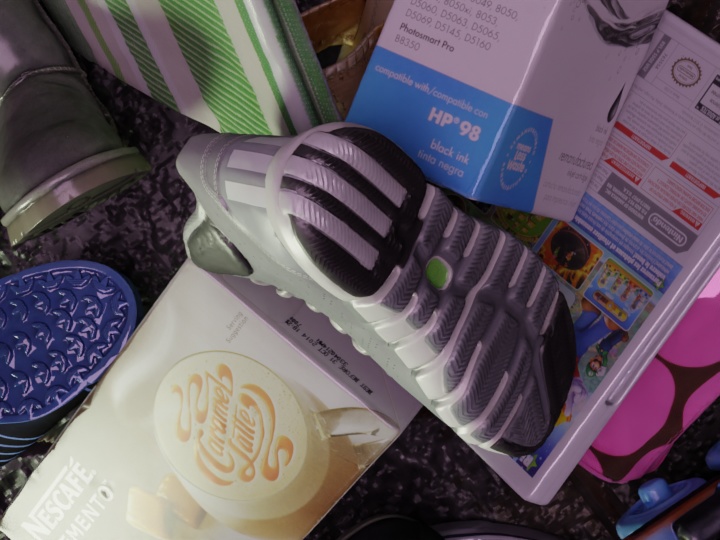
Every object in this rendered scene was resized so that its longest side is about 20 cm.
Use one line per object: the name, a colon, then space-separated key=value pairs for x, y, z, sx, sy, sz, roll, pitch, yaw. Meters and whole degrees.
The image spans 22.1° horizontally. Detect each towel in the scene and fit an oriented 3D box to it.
towel: x=-0.086 y=-0.118 z=0.758 sx=0.023 sy=0.200 sz=0.153 roll=-42 pitch=136 yaw=-19

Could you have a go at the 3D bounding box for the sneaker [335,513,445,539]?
sneaker: x=-0.034 y=0.184 z=0.784 sx=0.075 sy=0.106 sz=0.200 roll=41 pitch=83 yaw=-1

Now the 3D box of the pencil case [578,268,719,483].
pencil case: x=0.153 y=0.006 z=0.815 sx=0.094 sy=0.091 sz=0.200 roll=41 pitch=106 yaw=-9

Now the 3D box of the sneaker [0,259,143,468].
sneaker: x=-0.181 y=0.060 z=0.874 sx=0.200 sy=0.078 sz=0.070 roll=-32 pitch=82 yaw=10

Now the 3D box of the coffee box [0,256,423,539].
coffee box: x=-0.062 y=0.074 z=0.823 sx=0.114 sy=0.080 sz=0.200 roll=41 pitch=126 yaw=1

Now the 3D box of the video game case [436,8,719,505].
video game case: x=0.090 y=-0.019 z=0.802 sx=0.200 sy=0.018 sz=0.143 roll=-55 pitch=49 yaw=10

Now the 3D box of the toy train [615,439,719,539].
toy train: x=0.198 y=0.098 z=0.786 sx=0.200 sy=0.114 sz=0.087 roll=-30 pitch=92 yaw=-17

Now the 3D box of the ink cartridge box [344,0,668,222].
ink cartridge box: x=0.079 y=-0.126 z=0.738 sx=0.067 sy=0.116 sz=0.200 roll=27 pitch=99 yaw=25

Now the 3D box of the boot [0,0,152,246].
boot: x=-0.169 y=-0.114 z=0.795 sx=0.072 sy=0.182 sz=0.200 roll=-28 pitch=100 yaw=-7

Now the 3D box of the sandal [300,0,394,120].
sandal: x=-0.017 y=-0.097 z=0.801 sx=0.070 sy=0.078 sz=0.212 roll=12 pitch=117 yaw=-25

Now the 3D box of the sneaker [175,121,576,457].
sneaker: x=0.000 y=0.000 z=0.727 sx=0.115 sy=0.200 sz=0.075 roll=14 pitch=66 yaw=42

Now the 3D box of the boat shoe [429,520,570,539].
boat shoe: x=0.090 y=0.169 z=0.852 sx=0.202 sy=0.086 sz=0.075 roll=8 pitch=101 yaw=6
